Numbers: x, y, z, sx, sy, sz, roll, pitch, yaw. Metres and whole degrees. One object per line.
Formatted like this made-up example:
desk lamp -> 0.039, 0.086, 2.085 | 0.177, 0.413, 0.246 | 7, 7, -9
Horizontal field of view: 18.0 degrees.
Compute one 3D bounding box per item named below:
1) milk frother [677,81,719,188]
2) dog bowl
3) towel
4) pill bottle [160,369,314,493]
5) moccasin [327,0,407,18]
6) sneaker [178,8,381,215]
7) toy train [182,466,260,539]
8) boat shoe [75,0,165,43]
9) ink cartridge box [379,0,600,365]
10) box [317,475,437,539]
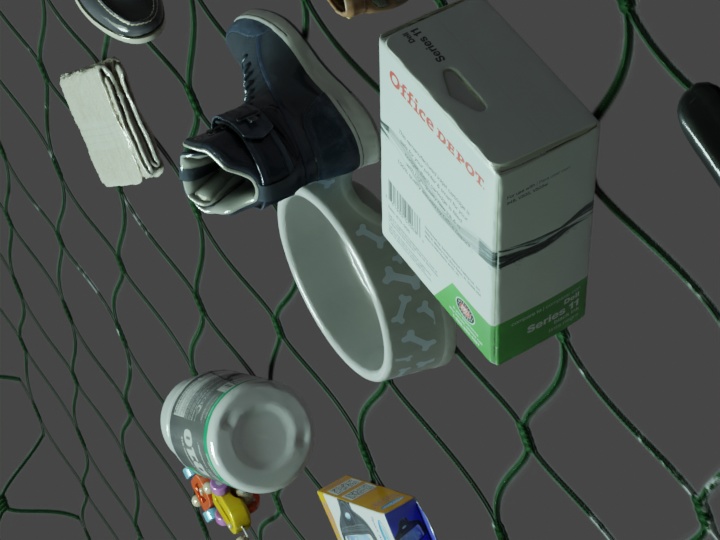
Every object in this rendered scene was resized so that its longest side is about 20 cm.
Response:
milk frother -> 0.257, -0.065, 1.004 | 0.200, 0.180, 0.188 | 10, -139, -58
dog bowl -> 0.000, 0.000, 1.837 | 0.200, 0.059, 0.200 | 51, 157, 32
towel -> -0.258, -0.153, 2.357 | 0.133, 0.034, 0.200 | 68, 162, -9
pill bottle -> -0.130, 0.160, 2.302 | 0.113, 0.113, 0.200 | 67, 161, -10
moccasin -> -0.041, -0.236, 1.605 | 0.201, 0.078, 0.074 | 49, 156, 37
sneaker -> -0.095, -0.125, 1.793 | 0.202, 0.146, 0.077 | 48, 157, 42
toy train -> -0.133, 0.295, 2.584 | 0.201, 0.055, 0.150 | 62, 163, 13
boat shoe -> -0.238, -0.293, 2.064 | 0.200, 0.072, 0.063 | 60, 164, 26
ink cartridge box -> 0.082, -0.060, 1.501 | 0.147, 0.083, 0.200 | 52, 159, 32
box -> 0.029, 0.263, 2.131 | 0.119, 0.041, 0.200 | 67, 163, -10
